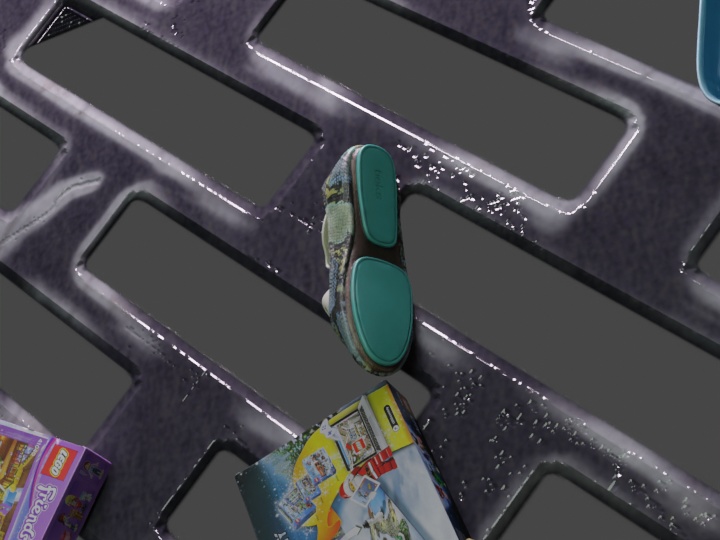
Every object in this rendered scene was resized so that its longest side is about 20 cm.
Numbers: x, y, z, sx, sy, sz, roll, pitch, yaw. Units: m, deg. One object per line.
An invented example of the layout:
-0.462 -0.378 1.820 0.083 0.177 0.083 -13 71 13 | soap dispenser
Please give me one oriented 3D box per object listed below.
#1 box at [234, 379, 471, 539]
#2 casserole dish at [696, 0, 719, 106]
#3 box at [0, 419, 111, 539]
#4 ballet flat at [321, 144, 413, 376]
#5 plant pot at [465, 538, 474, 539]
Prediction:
0.003 0.193 1.217 0.136 0.038 0.200 -33 51 11 | box
0.308 -0.189 1.257 0.121 0.039 0.200 -6 61 28 | casserole dish
-0.298 0.221 1.383 0.137 0.039 0.200 12 70 36 | box
0.000 0.000 1.326 0.074 0.074 0.200 -15 55 24 | ballet flat
0.139 0.296 0.986 0.194 0.195 0.200 21 84 38 | plant pot
